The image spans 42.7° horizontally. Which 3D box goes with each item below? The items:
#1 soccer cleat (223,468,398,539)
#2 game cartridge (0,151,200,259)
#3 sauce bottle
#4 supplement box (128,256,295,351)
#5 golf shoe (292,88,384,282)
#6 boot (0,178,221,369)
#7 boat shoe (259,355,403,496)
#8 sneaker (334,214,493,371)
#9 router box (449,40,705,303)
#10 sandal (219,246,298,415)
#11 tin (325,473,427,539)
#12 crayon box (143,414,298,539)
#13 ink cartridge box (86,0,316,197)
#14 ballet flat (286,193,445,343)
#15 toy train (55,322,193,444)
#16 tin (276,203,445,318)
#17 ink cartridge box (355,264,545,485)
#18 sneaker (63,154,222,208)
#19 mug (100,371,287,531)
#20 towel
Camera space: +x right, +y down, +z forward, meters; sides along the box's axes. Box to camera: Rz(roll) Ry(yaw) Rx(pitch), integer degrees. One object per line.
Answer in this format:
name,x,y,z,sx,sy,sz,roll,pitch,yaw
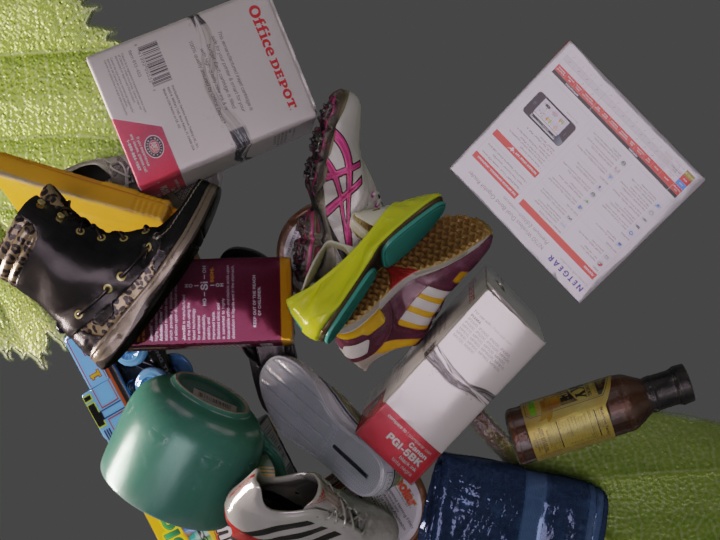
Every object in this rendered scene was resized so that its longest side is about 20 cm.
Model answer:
soccer cleat,-0.039,0.241,0.917,0.197,0.069,0.086,16,127,-24
game cartridge,-0.274,-0.050,0.988,0.196,0.177,0.033,15,68,5
sauce bottle,0.255,0.150,0.984,0.197,0.065,0.066,-19,94,8
supplement box,-0.166,0.036,0.947,0.196,0.110,0.088,-2,84,-4
golf shoe,-0.016,-0.084,0.963,0.090,0.073,0.204,6,100,-13
boot,-0.236,-0.030,0.860,0.149,0.073,0.202,35,90,-1
boat shoe,-0.033,0.168,0.989,0.200,0.062,0.072,43,104,28
sneaker,0.058,0.022,0.964,0.198,0.075,0.091,-32,129,-3
router box,0.222,-0.102,0.964,0.179,0.049,0.200,-44,89,11
sandal,-0.109,0.070,1.036,0.074,0.045,0.204,-16,94,10
tin,-0.015,0.285,1.008,0.198,0.042,0.113,-34,101,-13
crayon box,-0.140,0.297,1.062,0.170,0.058,0.203,-27,92,11
ink cartridge box,-0.162,-0.182,0.961,0.197,0.084,0.147,-24,89,-8
ballet flat,0.002,-0.019,0.908,0.067,0.067,0.200,37,72,15
toy train,-0.274,0.093,1.046,0.113,0.087,0.202,-28,92,17
tin,0.000,0.000,1.017,0.197,0.042,0.114,24,104,5
ink cartridge box,0.095,0.104,0.958,0.083,0.147,0.200,41,102,0
sneaker,-0.249,-0.093,1.019,0.196,0.082,0.076,-9,96,9
mug,-0.167,0.179,0.962,0.151,0.184,0.116,30,97,32
towel,0.167,0.268,0.993,0.196,0.049,0.114,13,84,-5
